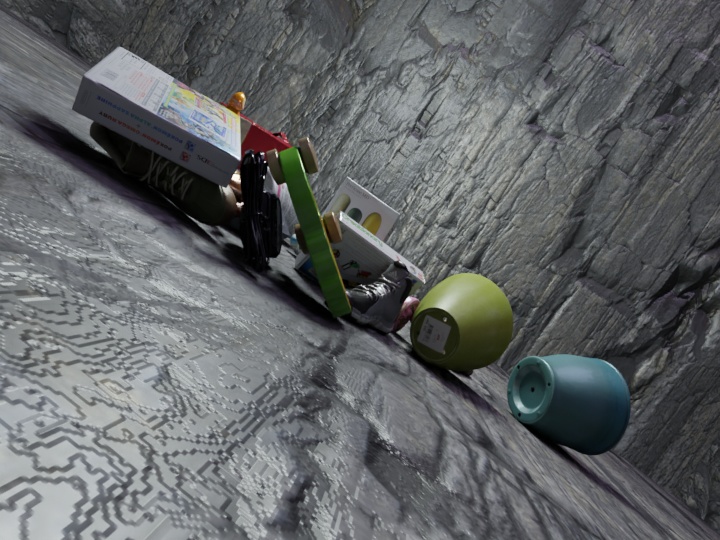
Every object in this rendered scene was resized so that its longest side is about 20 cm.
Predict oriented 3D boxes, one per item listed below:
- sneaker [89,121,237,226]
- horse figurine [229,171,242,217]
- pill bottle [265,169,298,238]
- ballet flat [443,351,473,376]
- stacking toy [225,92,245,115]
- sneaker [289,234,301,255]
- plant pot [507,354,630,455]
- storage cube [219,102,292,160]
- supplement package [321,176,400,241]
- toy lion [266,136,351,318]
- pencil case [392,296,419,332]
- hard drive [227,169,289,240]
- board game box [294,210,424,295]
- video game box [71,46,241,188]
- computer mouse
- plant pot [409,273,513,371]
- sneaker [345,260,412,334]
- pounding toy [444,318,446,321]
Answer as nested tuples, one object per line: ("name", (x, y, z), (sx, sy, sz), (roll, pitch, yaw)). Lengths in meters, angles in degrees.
("sneaker", (-0.248, -0.122, 0.659), (0.199, 0.068, 0.090), (40, 17, 13))
("horse figurine", (-0.213, -0.144, 0.773), (0.131, 0.050, 0.202), (-8, 62, -56))
("pill bottle", (-0.179, -0.139, 1.167), (0.113, 0.114, 0.199), (36, 3, 27))
("ballet flat", (0.221, 0.196, 1.207), (0.067, 0.047, 0.199), (38, 3, 27))
("stacking toy", (-0.288, -0.268, 1.086), (0.109, 0.202, 0.116), (33, 2, -22))
("sneaker", (-0.105, -0.042, 1.088), (0.085, 0.076, 0.200), (24, -1, -6))
("plant pot", (0.417, 0.267, 1.127), (0.184, 0.204, 0.200), (17, 10, -24))
("storage cube", (-0.267, -0.258, 1.274), (0.170, 0.203, 0.178), (38, 10, 39))
("supplement package", (-0.021, -0.082, 1.263), (0.150, 0.202, 0.151), (34, 2, 4))
("toy lion", (-0.058, -0.046, 0.721), (0.193, 0.067, 0.203), (-109, -179, -50))
("pencil case", (0.023, 0.038, 1.076), (0.199, 0.084, 0.086), (37, 46, 23))
("hard drive", (-0.209, -0.122, 0.868), (0.198, 0.042, 0.136), (29, 26, -39))
("board game box", (0.000, 0.000, 0.941), (0.198, 0.126, 0.035), (35, 30, -26))
("video game box", (-0.238, -0.196, 0.674), (0.179, 0.047, 0.201), (24, 22, -24))
("computer mouse", (-0.136, -0.066, 0.701), (0.051, 0.142, 0.200), (-1, -2, -2))
("plant pot", (0.167, 0.106, 0.988), (0.186, 0.190, 0.199), (36, 18, 22))
("sneaker", (0.024, 0.027, 0.867), (0.075, 0.117, 0.199), (36, 2, 27))
("pounding toy", (0.388, 0.233, 2.052), (0.200, 0.142, 0.184), (46, 0, -20))
